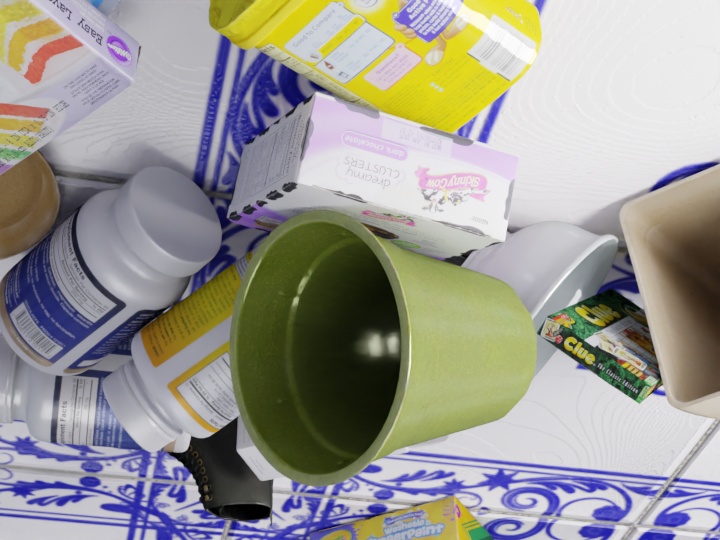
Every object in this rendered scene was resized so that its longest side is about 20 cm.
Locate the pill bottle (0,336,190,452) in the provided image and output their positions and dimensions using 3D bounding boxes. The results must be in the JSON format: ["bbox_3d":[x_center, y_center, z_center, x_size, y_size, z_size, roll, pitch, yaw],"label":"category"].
[{"bbox_3d":[-0.261,0.115,1.277,0.199,0.111,0.111,6,140,-9],"label":"pill bottle"}]

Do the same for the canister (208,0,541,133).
[{"bbox_3d":[0.014,-0.184,0.943,0.200,0.087,0.148,27,134,-32],"label":"canister"}]

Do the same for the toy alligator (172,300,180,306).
[{"bbox_3d":[-0.103,0.053,1.256,0.199,0.054,0.060,14,94,-19],"label":"toy alligator"}]

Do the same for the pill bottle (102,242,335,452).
[{"bbox_3d":[-0.118,0.067,1.119,0.200,0.109,0.109,-35,135,3],"label":"pill bottle"}]

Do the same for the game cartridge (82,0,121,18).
[{"bbox_3d":[-0.250,-0.211,0.940,0.200,0.041,0.133,-29,137,30],"label":"game cartridge"}]

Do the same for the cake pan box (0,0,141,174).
[{"bbox_3d":[-0.292,-0.155,0.942,0.200,0.052,0.184,-26,133,27],"label":"cake pan box"}]

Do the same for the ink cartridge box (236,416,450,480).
[{"bbox_3d":[-0.018,0.126,1.297,0.199,0.116,0.067,-14,138,14],"label":"ink cartridge box"}]

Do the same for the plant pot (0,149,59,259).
[{"bbox_3d":[-0.353,-0.078,1.105,0.199,0.028,0.200,-2,140,-1],"label":"plant pot"}]

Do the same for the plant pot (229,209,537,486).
[{"bbox_3d":[0.033,0.059,1.017,0.190,0.201,0.200,3,147,-43],"label":"plant pot"}]

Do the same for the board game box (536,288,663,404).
[{"bbox_3d":[0.233,0.062,1.161,0.105,0.200,0.024,32,109,19],"label":"board game box"}]

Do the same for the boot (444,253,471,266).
[{"bbox_3d":[0.000,0.000,1.196,0.199,0.070,0.132,1,134,-15],"label":"boot"}]

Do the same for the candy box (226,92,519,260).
[{"bbox_3d":[0.004,-0.063,1.028,0.167,0.072,0.200,16,169,-18],"label":"candy box"}]

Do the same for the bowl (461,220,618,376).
[{"bbox_3d":[0.134,0.028,1.166,0.090,0.201,0.201,36,143,18],"label":"bowl"}]

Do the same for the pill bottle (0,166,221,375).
[{"bbox_3d":[-0.218,0.000,1.135,0.116,0.116,0.200,30,131,-33],"label":"pill bottle"}]

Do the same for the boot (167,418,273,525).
[{"bbox_3d":[-0.179,0.191,1.351,0.199,0.139,0.078,1,141,-2],"label":"boot"}]

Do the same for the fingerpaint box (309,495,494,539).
[{"bbox_3d":[0.061,0.369,1.629,0.199,0.074,0.167,-18,138,19],"label":"fingerpaint box"}]

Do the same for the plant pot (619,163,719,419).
[{"bbox_3d":[0.369,0.026,1.140,0.199,0.201,0.177,-23,146,25],"label":"plant pot"}]
